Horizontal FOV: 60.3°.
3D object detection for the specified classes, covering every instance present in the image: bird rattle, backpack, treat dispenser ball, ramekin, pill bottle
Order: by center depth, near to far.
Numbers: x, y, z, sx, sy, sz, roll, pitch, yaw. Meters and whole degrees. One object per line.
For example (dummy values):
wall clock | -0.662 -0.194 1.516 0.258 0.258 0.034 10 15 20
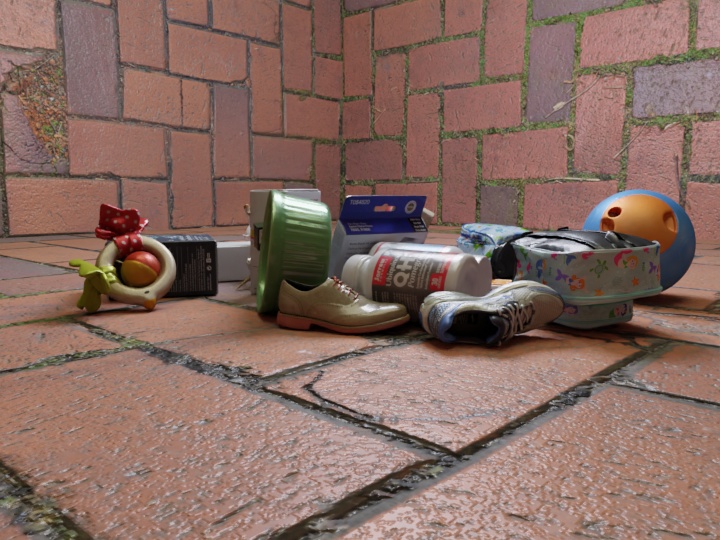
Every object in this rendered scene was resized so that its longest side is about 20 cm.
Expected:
backpack | 0.339 0.006 0.925 0.177 0.151 0.200 -5 2 -21
pill bottle | 0.074 0.023 0.945 0.199 0.111 0.111 5 9 32
ramekin | -0.110 -0.026 1.015 0.097 0.201 0.200 6 6 -13
pill bottle | 0.114 0.011 1.049 0.199 0.109 0.109 5 9 31
bird rattle | -0.396 -0.010 1.055 0.162 0.113 0.201 25 44 -9
treat dispenser ball | 0.518 -0.051 1.167 0.200 0.202 0.201 0 7 0
backpack | 0.312 -0.046 1.448 0.162 0.155 0.200 -11 -1 -26

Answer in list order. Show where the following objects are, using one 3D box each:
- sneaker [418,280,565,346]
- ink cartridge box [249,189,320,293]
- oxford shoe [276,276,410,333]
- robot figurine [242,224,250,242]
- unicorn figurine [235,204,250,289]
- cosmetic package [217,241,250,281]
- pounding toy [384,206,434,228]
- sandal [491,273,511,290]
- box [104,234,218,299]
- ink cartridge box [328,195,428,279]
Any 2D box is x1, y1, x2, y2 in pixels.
sneaker | 0.183 0.067 0.822 0.199 0.077 0.085 -8 18 -7
ink cartridge box | -0.147 -0.060 1.227 0.084 0.201 0.145 4 8 23
oxford shoe | -0.027 0.047 0.893 0.199 0.075 0.070 2 8 10
robot figurine | -0.248 -0.091 1.794 0.199 0.113 0.170 -2 -31 -22
unicorn figurine | -0.211 -0.065 1.299 0.073 0.138 0.200 -3 22 7
cosmetic package | -0.259 -0.024 1.416 0.199 0.082 0.113 -5 9 -26
pounding toy | 0.077 -0.085 1.562 0.142 0.201 0.184 29 10 3
sandal | 0.259 0.009 1.255 0.206 0.060 0.079 3 8 22
box | -0.385 -0.011 1.206 0.199 0.108 0.148 -3 9 -19
ink cartridge box | 0.030 -0.041 1.136 0.199 0.201 0.041 -6 38 -37
